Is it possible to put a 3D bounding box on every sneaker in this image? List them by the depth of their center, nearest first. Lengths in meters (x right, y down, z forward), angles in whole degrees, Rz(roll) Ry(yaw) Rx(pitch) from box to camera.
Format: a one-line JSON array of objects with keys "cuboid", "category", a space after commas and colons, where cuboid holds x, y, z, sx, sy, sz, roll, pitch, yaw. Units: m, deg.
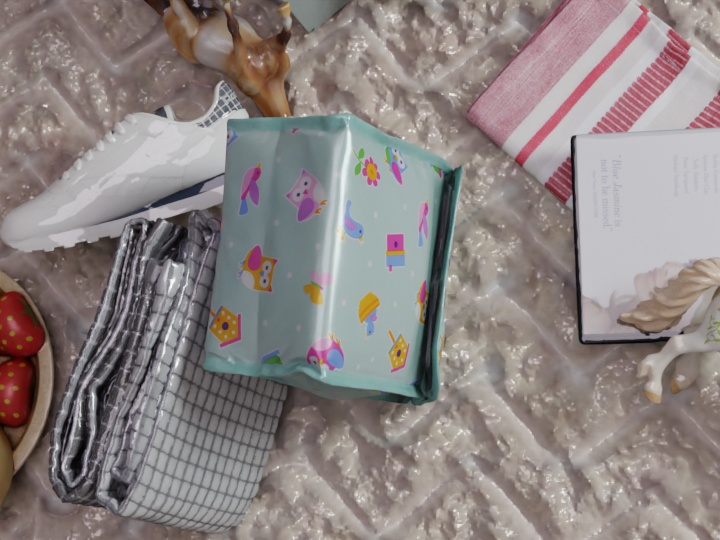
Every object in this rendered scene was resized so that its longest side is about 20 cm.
[{"cuboid": [-0.172, -0.071, 1.086, 0.198, 0.076, 0.081, -20, 105, -3], "category": "sneaker"}]

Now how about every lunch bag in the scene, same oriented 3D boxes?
[{"cuboid": [0.000, 0.000, 0.988, 0.121, 0.199, 0.173, 1, 80, 34], "category": "lunch bag"}]

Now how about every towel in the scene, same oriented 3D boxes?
[{"cuboid": [-0.122, 0.070, 1.014, 0.085, 0.165, 0.202, 11, 80, 26], "category": "towel"}, {"cuboid": [0.191, -0.101, 1.053, 0.200, 0.023, 0.144, 42, 91, 16], "category": "towel"}]

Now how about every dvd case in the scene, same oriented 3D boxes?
[{"cuboid": [0.244, -0.025, 1.013, 0.197, 0.018, 0.145, -2, 86, 6], "category": "dvd case"}]

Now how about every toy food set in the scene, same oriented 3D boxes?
[{"cuboid": [-0.324, 0.085, 1.114, 0.196, 0.049, 0.202, 24, 86, 15], "category": "toy food set"}]

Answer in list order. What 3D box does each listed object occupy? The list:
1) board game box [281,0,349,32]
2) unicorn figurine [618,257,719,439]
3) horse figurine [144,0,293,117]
[{"cuboid": [-0.090, -0.284, 1.082, 0.064, 0.148, 0.201, -39, 75, 3], "category": "board game box"}, {"cuboid": [0.274, 0.067, 0.966, 0.199, 0.074, 0.138, 36, 116, -11], "category": "unicorn figurine"}, {"cuboid": [-0.106, -0.178, 1.092, 0.199, 0.133, 0.050, 37, 67, 24], "category": "horse figurine"}]
